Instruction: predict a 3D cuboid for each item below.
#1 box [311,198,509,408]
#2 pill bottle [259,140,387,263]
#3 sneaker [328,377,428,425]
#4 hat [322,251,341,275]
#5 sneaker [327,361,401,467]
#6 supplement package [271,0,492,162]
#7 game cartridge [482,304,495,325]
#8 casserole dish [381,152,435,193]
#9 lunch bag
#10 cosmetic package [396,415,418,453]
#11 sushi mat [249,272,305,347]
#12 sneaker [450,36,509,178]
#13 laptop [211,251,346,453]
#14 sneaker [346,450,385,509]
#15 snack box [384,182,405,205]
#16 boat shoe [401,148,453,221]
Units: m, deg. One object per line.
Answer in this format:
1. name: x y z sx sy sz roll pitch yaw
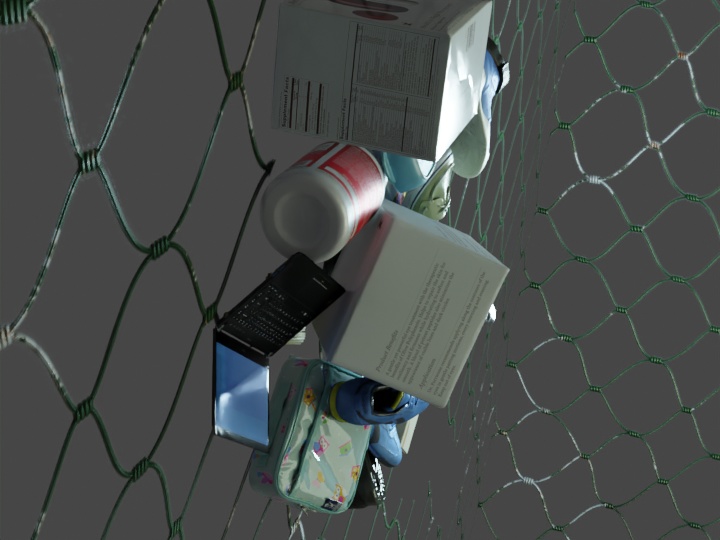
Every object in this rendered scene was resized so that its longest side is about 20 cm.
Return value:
1. box: 0.056 0.033 1.624 0.200 0.170 0.200 -66 -166 8
2. pill bottle: -0.036 -0.092 1.519 0.200 0.111 0.113 -47 148 -62
3. sneaker: 0.047 0.174 1.687 0.199 0.078 0.067 2 85 -51
4. hat: 0.000 0.000 1.798 0.200 0.080 0.203 13 90 -74
5. sneaker: 0.026 0.205 1.905 0.201 0.078 0.066 63 14 -13
6. supplement package: 0.026 -0.239 1.448 0.191 0.198 0.148 -51 150 -60
7. game cartridge: 0.111 0.022 1.903 0.200 0.132 0.042 52 52 -49
8. casserole dish: 0.076 -0.189 1.613 0.201 0.038 0.122 -65 144 -42
9. lunch bag: -0.063 0.224 1.687 0.160 0.077 0.202 30 69 -45
10. cosmetic package: 0.056 0.199 2.146 0.071 0.104 0.202 57 47 -68
11. sushi mat: -0.095 0.051 1.624 0.200 0.012 0.097 7 96 -75
12. sneaker: 0.172 -0.242 1.837 0.111 0.076 0.202 -45 138 -45
13. laptop: -0.091 0.099 1.464 0.200 0.103 0.177 -41 159 3
14. sneaker: -0.036 0.272 1.952 0.076 0.113 0.201 14 62 -70
15. snack box: 0.039 -0.180 1.832 0.200 0.052 0.143 60 43 -67
16. boat shoe: 0.100 -0.102 1.826 0.072 0.062 0.201 -45 168 -37
